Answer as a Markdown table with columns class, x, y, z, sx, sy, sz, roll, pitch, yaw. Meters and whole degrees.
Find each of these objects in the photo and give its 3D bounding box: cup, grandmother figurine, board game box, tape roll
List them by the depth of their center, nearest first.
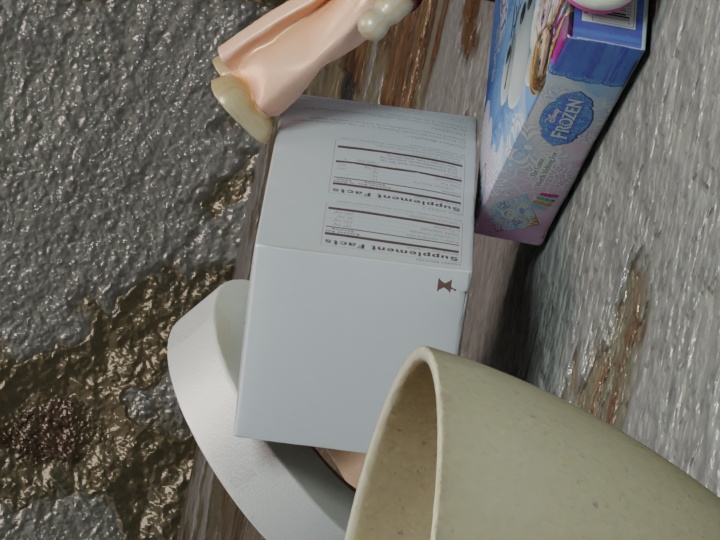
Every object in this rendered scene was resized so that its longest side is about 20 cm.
| class | x | y | z | sx | sy | sz | roll | pitch | yaw |
| --- | --- | --- | --- | --- | --- | --- | --- | --- | --- |
| cup | 0.069 | 0.137 | 0.981 | 0.200 | 0.143 | 0.201 | -168 | 90 | -83 |
| board game box | 0.105 | -0.147 | 1.531 | 0.199 | 0.043 | 0.201 | 111 | 167 | -60 |
| grandmother figurine | 0.010 | -0.149 | 1.553 | 0.200 | 0.061 | 0.121 | -40 | 26 | 13 |
| tape roll | -0.024 | 0.095 | 1.621 | 0.037 | 0.203 | 0.203 | -39 | 22 | 17 |

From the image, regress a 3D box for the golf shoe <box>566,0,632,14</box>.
| class | x | y | z | sx | sy | sz | roll | pitch | yaw |
| --- | --- | --- | --- | --- | --- | --- | --- | --- | --- |
| golf shoe | 0.127 | -0.209 | 1.352 | 0.092 | 0.075 | 0.201 | -110 | 31 | -70 |

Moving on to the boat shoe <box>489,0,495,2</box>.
| class | x | y | z | sx | sy | sz | roll | pitch | yaw |
| --- | --- | --- | --- | --- | --- | --- | --- | --- | --- |
| boat shoe | 0.065 | -0.199 | 1.822 | 0.200 | 0.068 | 0.072 | -158 | 81 | -82 |

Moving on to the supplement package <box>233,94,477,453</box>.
| class | x | y | z | sx | sy | sz | roll | pitch | yaw |
| --- | --- | --- | --- | --- | --- | --- | --- | --- | --- |
| supplement package | 0.000 | 0.000 | 1.558 | 0.200 | 0.109 | 0.114 | -83 | 1 | -66 |
